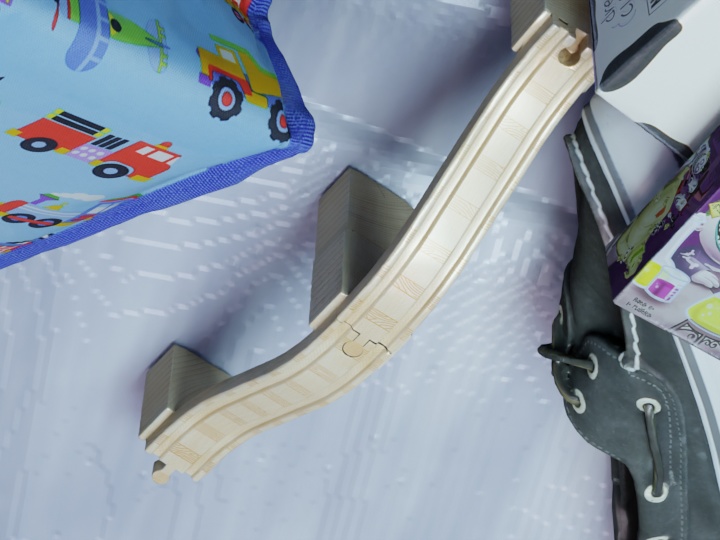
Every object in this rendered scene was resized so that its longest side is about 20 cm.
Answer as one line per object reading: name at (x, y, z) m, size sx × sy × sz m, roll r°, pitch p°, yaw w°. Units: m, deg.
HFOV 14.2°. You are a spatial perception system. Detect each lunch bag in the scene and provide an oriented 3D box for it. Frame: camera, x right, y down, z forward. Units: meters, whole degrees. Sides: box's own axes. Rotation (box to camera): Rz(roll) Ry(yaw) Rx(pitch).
lunch bag at (-0.138, -0.048, 0.760) m, size 0.200 × 0.094 × 0.150 m, roll -30°, pitch 145°, yaw 32°

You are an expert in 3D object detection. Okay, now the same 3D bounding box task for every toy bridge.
toy bridge at (0.000, 0.000, 0.820) m, size 0.027 × 0.067 × 0.200 m, roll 32°, pitch 121°, yaw -21°

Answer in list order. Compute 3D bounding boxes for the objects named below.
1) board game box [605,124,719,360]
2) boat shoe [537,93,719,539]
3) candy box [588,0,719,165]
board game box at (0.179, 0.006, 0.754) m, size 0.200 × 0.032 × 0.120 m, roll 27°, pitch 119°, yaw -20°
boat shoe at (0.084, 0.032, 0.833) m, size 0.057 × 0.069 × 0.200 m, roll -18°, pitch 131°, yaw 3°
candy box at (0.185, -0.079, 0.750) m, size 0.168 × 0.072 × 0.200 m, roll 35°, pitch 121°, yaw -23°
